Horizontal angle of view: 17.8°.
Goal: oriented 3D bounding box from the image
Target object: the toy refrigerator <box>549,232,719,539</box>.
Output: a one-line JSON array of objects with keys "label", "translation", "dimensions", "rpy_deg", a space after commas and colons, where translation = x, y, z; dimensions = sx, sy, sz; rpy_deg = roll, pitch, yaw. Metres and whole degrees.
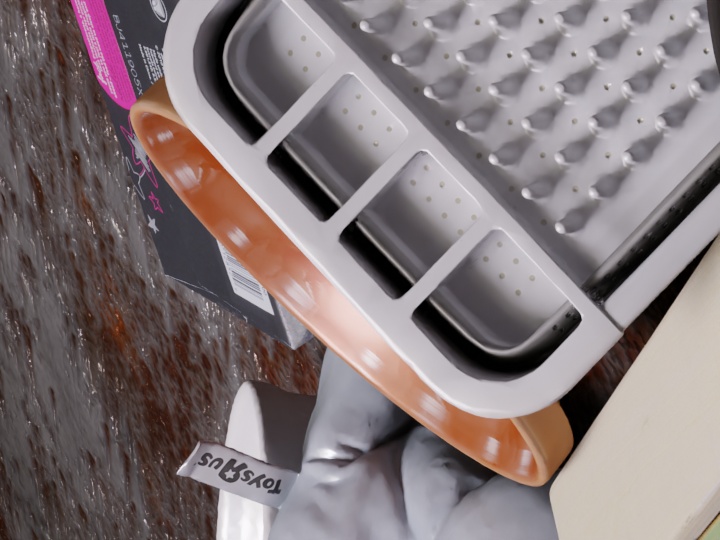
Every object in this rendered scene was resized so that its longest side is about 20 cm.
[{"label": "toy refrigerator", "translation": [0.130, 0.057, 0.748], "dimensions": [0.200, 0.075, 0.070], "rpy_deg": [114, 150, -56]}]

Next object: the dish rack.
[{"label": "dish rack", "translation": [0.055, -0.076, 0.696], "dimensions": [0.172, 0.200, 0.043], "rpy_deg": [46, -164, 12]}]

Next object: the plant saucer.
[{"label": "plant saucer", "translation": [0.000, 0.000, 0.829], "dimensions": [0.200, 0.032, 0.200], "rpy_deg": [41, 170, 9]}]

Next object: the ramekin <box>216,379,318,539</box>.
[{"label": "ramekin", "translation": [-0.014, 0.157, 1.127], "dimensions": [0.200, 0.097, 0.203], "rpy_deg": [-177, 90, -80]}]

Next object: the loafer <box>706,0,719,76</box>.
[{"label": "loafer", "translation": [0.123, -0.094, 0.602], "dimensions": [0.071, 0.072, 0.202], "rpy_deg": [-75, -30, -76]}]

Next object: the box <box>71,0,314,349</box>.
[{"label": "box", "translation": [-0.037, -0.092, 0.971], "dimensions": [0.132, 0.114, 0.201], "rpy_deg": [26, 138, 56]}]

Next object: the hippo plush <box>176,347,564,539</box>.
[{"label": "hippo plush", "translation": [0.051, 0.091, 0.943], "dimensions": [0.160, 0.199, 0.161], "rpy_deg": [0, 81, 45]}]
